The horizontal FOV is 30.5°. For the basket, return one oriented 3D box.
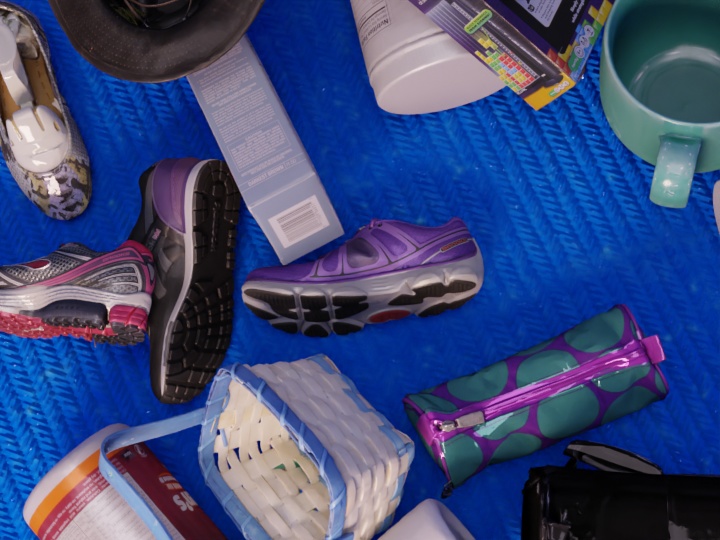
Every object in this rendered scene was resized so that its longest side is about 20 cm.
[{"bbox_3d":[-0.071,0.158,0.978,0.198,0.140,0.176,-12,43,-38],"label":"basket"}]

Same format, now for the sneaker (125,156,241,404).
[{"bbox_3d":[-0.156,0.007,1.097,0.087,0.075,0.203,6,86,33],"label":"sneaker"}]

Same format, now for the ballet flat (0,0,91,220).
[{"bbox_3d":[-0.284,-0.140,1.122,0.071,0.072,0.202,-20,79,0],"label":"ballet flat"}]

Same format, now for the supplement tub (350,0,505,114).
[{"bbox_3d":[0.052,-0.245,1.087,0.130,0.132,0.202,-14,79,1],"label":"supplement tub"}]

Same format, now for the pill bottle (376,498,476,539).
[{"bbox_3d":[0.012,0.275,0.982,0.200,0.114,0.115,-40,79,4],"label":"pill bottle"}]

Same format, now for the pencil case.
[{"bbox_3d":[0.138,0.100,1.038,0.198,0.092,0.086,-23,79,-2],"label":"pencil case"}]

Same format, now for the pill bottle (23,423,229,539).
[{"bbox_3d":[-0.160,0.226,1.025,0.109,0.110,0.200,-43,80,-4],"label":"pill bottle"}]

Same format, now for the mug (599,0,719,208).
[{"bbox_3d":[0.255,-0.146,1.054,0.185,0.115,0.152,-42,69,-9],"label":"mug"}]

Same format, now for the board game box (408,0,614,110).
[{"bbox_3d":[0.125,-0.252,1.022,0.165,0.057,0.201,37,59,-13],"label":"board game box"}]

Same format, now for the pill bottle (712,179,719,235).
[{"bbox_3d":[0.386,-0.062,1.040,0.198,0.111,0.112,-17,79,0],"label":"pill bottle"}]

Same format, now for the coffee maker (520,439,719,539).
[{"bbox_3d":[0.220,0.211,0.953,0.197,0.192,0.137,2,99,2],"label":"coffee maker"}]

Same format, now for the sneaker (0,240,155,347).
[{"bbox_3d":[-0.254,0.014,1.078,0.198,0.081,0.076,4,71,19],"label":"sneaker"}]

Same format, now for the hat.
[{"bbox_3d":[-0.140,-0.235,1.025,0.198,0.081,0.203,-2,82,13],"label":"hat"}]

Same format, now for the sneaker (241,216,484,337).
[{"bbox_3d":[0.000,0.000,1.086,0.197,0.081,0.084,-8,62,-4],"label":"sneaker"}]

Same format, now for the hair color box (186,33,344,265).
[{"bbox_3d":[-0.087,-0.116,1.061,0.060,0.099,0.201,-26,61,0],"label":"hair color box"}]

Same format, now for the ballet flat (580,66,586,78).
[{"bbox_3d":[0.155,-0.254,1.113,0.067,0.067,0.202,-15,79,-1],"label":"ballet flat"}]
